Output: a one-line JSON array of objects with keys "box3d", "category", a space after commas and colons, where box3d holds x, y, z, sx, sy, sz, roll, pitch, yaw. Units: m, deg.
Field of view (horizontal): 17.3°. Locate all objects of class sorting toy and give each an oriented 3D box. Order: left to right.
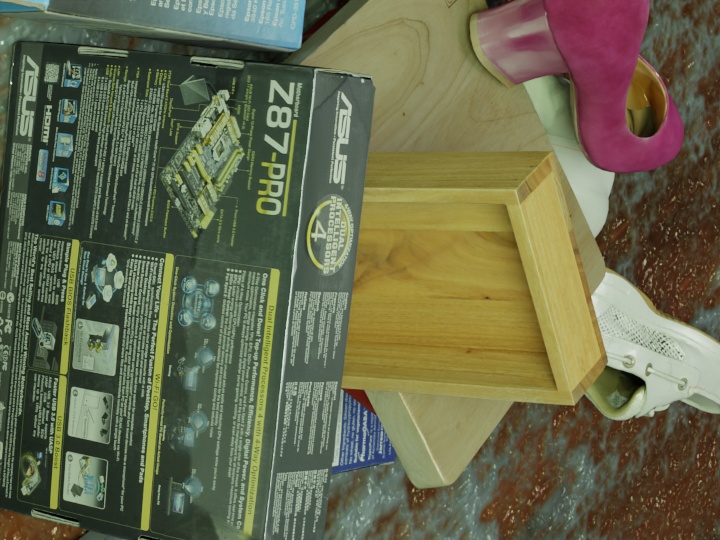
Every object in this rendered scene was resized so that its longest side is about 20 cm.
[{"box3d": [0.015, -0.028, 1.129, 0.200, 0.069, 0.199, -48, 117, -49], "category": "sorting toy"}]

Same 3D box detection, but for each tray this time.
[{"box3d": [0.000, 0.000, 0.994, 0.037, 0.200, 0.099, -44, 126, -43], "category": "tray"}]

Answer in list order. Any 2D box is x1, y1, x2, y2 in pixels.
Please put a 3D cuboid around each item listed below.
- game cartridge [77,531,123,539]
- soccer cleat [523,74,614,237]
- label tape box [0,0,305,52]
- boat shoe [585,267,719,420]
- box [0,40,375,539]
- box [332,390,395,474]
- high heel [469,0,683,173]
[{"box3d": [-0.151, 0.209, 1.026, 0.200, 0.038, 0.130, -38, 130, -44], "category": "game cartridge"}, {"box3d": [0.089, -0.084, 1.273, 0.200, 0.069, 0.078, 55, 48, -52], "category": "soccer cleat"}, {"box3d": [-0.101, -0.174, 0.989, 0.200, 0.063, 0.145, 3, 94, -52], "category": "label tape box"}, {"box3d": [0.156, 0.055, 1.390, 0.200, 0.071, 0.069, 30, 74, -43], "category": "boat shoe"}, {"box3d": [-0.081, 0.010, 0.972, 0.049, 0.161, 0.201, 2, 94, -54], "category": "box"}, {"box3d": [-0.049, 0.044, 1.131, 0.200, 0.032, 0.122, -6, 100, -55], "category": "box"}, {"box3d": [0.142, -0.104, 1.190, 0.200, 0.096, 0.068, 32, 49, -50], "category": "high heel"}]
